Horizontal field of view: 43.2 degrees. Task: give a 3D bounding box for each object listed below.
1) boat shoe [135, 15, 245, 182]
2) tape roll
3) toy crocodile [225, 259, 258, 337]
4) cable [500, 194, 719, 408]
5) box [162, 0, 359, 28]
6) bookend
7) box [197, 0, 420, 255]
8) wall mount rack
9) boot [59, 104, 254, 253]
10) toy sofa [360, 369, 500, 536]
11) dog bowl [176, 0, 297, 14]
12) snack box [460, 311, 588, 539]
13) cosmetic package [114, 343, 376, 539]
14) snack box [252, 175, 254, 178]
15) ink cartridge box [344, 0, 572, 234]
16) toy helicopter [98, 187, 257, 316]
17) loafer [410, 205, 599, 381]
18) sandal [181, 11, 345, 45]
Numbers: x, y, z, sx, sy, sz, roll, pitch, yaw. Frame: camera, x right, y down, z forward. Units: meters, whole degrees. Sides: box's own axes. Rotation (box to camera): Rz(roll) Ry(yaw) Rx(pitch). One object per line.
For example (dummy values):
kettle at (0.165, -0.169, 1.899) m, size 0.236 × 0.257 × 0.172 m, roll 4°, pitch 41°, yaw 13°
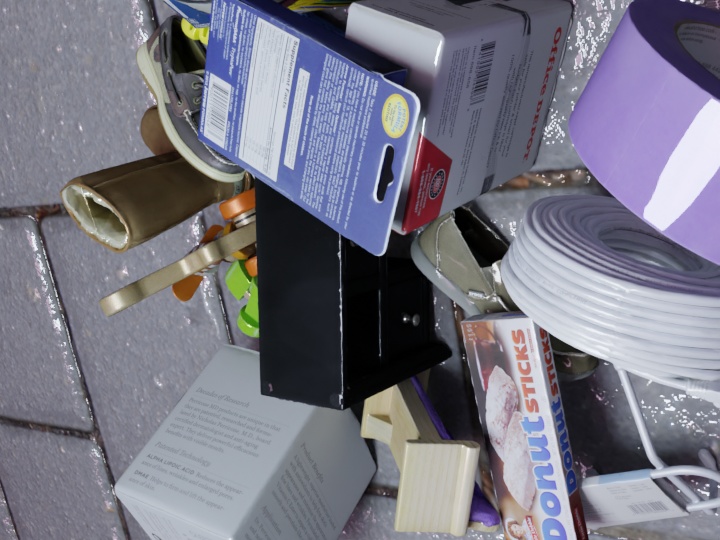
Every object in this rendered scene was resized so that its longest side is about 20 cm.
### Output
boat shoe at (-0.168, -0.180, 0.928) m, size 0.066 × 0.071 × 0.202 m, roll -51°, pitch 59°, yaw 34°
tape roll at (0.241, -0.089, 0.585) m, size 0.199 × 0.199 × 0.086 m, roll 39°, pitch 128°, yaw 17°
toy crocodile at (-0.070, 0.054, 0.981) m, size 0.199 × 0.062 × 0.068 m, roll 36°, pitch 128°, yaw 14°
cable at (0.201, 0.006, 0.656) m, size 0.196 × 0.200 × 0.070 m, roll 16°, pitch 114°, yaw 9°
box at (-0.073, -0.266, 0.788) m, size 0.196 × 0.064 × 0.072 m, roll -3°, pitch 79°, yaw 20°
bookend at (0.000, 0.000, 0.831) m, size 0.091 × 0.199 × 0.203 m, roll 5°, pitch 100°, yaw 32°
box at (-0.037, -0.108, 0.641) m, size 0.199 × 0.032 × 0.123 m, roll 35°, pitch 128°, yaw 30°
wall mount rack at (0.203, 0.150, 0.762) m, size 0.198 × 0.075 × 0.173 m, roll -22°, pitch 126°, yaw 41°
boot at (-0.223, -0.104, 0.931) m, size 0.173 × 0.199 × 0.067 m, roll 29°, pitch 124°, yaw 24°
toy sofa at (0.064, 0.156, 0.838) m, size 0.096 × 0.200 × 0.084 m, roll 4°, pitch 104°, yaw -10°
dog bowl at (-0.096, -0.295, 0.728) m, size 0.196 × 0.074 × 0.204 m, roll -4°, pitch 77°, yaw 20°
snack box at (0.137, 0.135, 0.754) m, size 0.071 × 0.024 × 0.204 m, roll -7°, pitch 99°, yaw 41°
cosmetic package at (-0.112, 0.218, 0.956) m, size 0.163 × 0.201 × 0.166 m, roll 10°, pitch 138°, yaw 32°
snack box at (-0.024, -0.114, 0.882) m, size 0.199 × 0.037 × 0.117 m, roll -31°, pitch 89°, yaw 42°
ink cartridge box at (0.071, -0.133, 0.698) m, size 0.083 × 0.199 × 0.147 m, roll 28°, pitch 123°, yaw 29°
toy helicopter at (-0.175, -0.007, 0.932) m, size 0.080 × 0.198 × 0.132 m, roll 64°, pitch 160°, yaw -6°
loafer at (0.130, 0.016, 0.795) m, size 0.199 × 0.075 × 0.070 m, roll 39°, pitch 129°, yaw 15°
sandal at (-0.090, -0.243, 0.856) m, size 0.198 × 0.079 × 0.088 m, roll 25°, pitch 118°, yaw 25°
